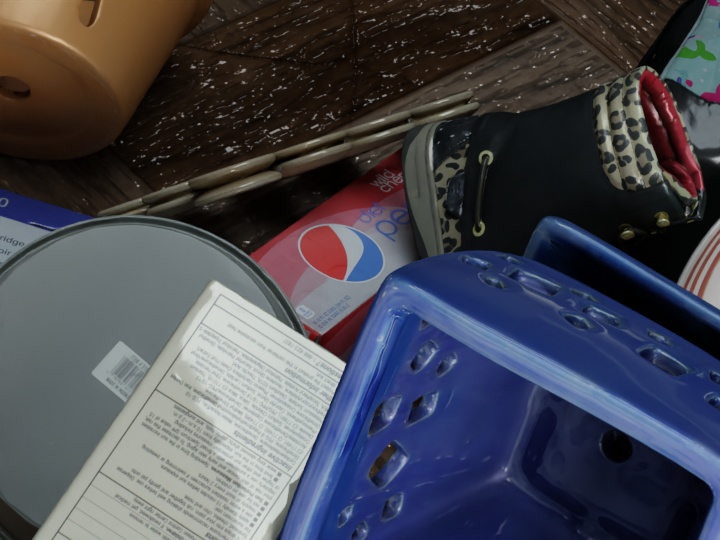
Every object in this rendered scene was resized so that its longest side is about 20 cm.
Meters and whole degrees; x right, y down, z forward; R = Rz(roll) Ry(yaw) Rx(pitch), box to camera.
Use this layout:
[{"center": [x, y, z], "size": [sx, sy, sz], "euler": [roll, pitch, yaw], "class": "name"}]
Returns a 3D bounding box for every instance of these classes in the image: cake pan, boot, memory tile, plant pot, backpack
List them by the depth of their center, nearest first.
[{"center": [0.100, 0.101, 1.391], "size": [0.199, 0.201, 0.180], "euler": [31, 30, 19], "class": "plant pot"}, {"center": [-0.119, 0.063, 1.513], "size": [0.199, 0.037, 0.202], "euler": [1, 73, -3], "class": "cake pan"}, {"center": [0.114, 0.001, 1.576], "size": [0.073, 0.153, 0.205], "euler": [-8, 81, -60], "class": "boot"}, {"center": [-0.040, -0.060, 1.658], "size": [0.199, 0.153, 0.017], "euler": [-19, 92, -38], "class": "memory tile"}, {"center": [-0.184, -0.158, 1.695], "size": [0.199, 0.200, 0.141], "euler": [13, 60, -1], "class": "plant pot"}, {"center": [0.208, -0.063, 1.699], "size": [0.150, 0.178, 0.200], "euler": [19, 33, 0], "class": "backpack"}]

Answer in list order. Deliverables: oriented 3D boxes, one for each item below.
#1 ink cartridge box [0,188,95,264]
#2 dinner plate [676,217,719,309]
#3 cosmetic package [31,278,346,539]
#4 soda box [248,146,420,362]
[{"center": [-0.181, 0.019, 1.608], "size": [0.198, 0.041, 0.201], "euler": [17, 43, 2], "class": "ink cartridge box"}, {"center": [0.251, 0.013, 1.619], "size": [0.199, 0.201, 0.024], "euler": [-7, 34, -21], "class": "dinner plate"}, {"center": [-0.087, 0.119, 1.433], "size": [0.103, 0.087, 0.200], "euler": [33, 74, 7], "class": "cosmetic package"}, {"center": [0.000, 0.000, 1.644], "size": [0.070, 0.064, 0.200], "euler": [32, 40, 18], "class": "soda box"}]
